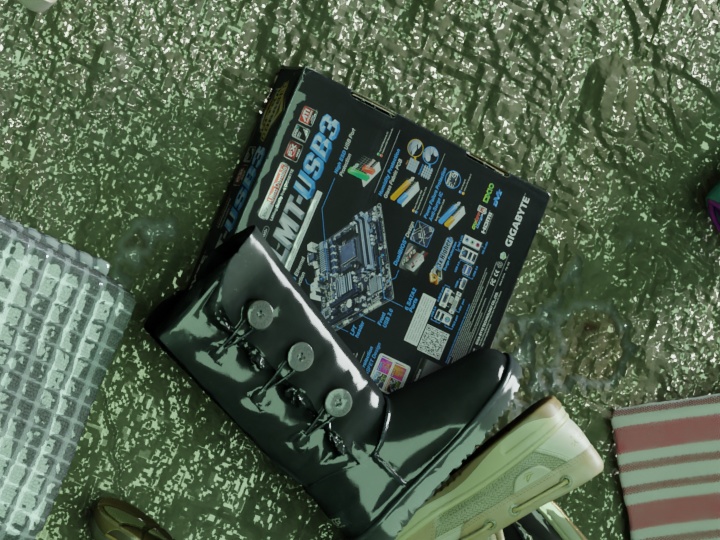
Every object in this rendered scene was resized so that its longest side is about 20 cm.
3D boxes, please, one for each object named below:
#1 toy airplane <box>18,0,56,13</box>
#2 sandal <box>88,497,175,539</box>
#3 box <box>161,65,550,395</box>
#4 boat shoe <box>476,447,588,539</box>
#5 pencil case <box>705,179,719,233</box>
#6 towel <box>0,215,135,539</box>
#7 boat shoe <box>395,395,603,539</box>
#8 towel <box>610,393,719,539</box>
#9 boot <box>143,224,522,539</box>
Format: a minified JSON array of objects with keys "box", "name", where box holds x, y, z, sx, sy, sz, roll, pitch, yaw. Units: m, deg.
[{"box":[-0.259,-0.251,1.390,0.198,0.141,0.201,14,58,-43],"name":"toy airplane"},{"box":[-0.099,0.217,1.524,0.200,0.080,0.054,40,92,-19],"name":"sandal"},{"box":[0.000,0.000,1.570,0.198,0.050,0.201,25,83,-22],"name":"box"},{"box":[0.118,0.198,1.620,0.065,0.072,0.200,-47,110,-14],"name":"boat shoe"},{"box":[0.325,-0.085,1.693,0.092,0.085,0.200,42,76,-4],"name":"pencil case"},{"box":[-0.238,0.060,1.445,0.165,0.085,0.201,27,81,-24],"name":"towel"},{"box":[0.064,0.163,1.554,0.200,0.072,0.065,-40,91,13],"name":"boat shoe"},{"box":[0.255,0.179,1.663,0.145,0.030,0.201,-8,98,20],"name":"towel"},{"box":[-0.014,0.050,1.514,0.200,0.066,0.165,46,66,-11],"name":"boot"}]
